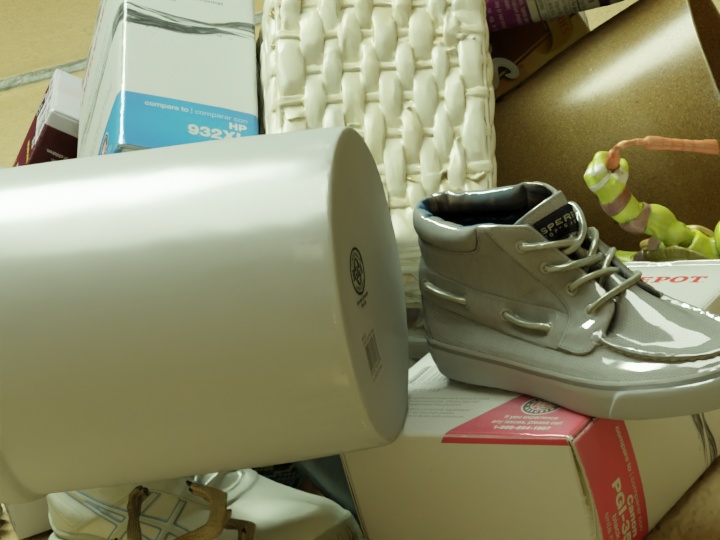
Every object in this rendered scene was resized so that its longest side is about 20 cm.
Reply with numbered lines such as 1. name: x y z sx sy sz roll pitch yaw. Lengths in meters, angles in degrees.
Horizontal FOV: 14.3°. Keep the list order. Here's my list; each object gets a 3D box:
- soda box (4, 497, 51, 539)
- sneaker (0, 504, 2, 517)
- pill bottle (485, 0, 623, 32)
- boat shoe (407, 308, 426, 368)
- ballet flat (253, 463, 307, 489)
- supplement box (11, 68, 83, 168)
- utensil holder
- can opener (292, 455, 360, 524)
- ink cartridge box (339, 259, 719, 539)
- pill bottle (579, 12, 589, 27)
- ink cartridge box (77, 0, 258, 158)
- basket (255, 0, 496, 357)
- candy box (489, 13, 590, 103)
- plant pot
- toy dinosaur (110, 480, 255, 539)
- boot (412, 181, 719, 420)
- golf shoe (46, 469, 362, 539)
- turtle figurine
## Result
1. soda box: -0.115 0.084 1.652 0.199 0.068 0.064 -19 18 -9
2. sneaker: -0.266 0.121 1.685 0.081 0.075 0.200 -34 20 -10
3. pill bottle: 0.103 -0.204 1.693 0.199 0.113 0.112 -13 19 7
4. boat shoe: 0.000 0.000 1.669 0.200 0.072 0.069 43 99 34
5. ballet flat: -0.118 0.068 1.575 0.199 0.074 0.074 12 21 2
6. supplement box: -0.209 -0.017 1.834 0.061 0.200 0.109 23 14 -11
7. utensil holder: -0.090 0.019 1.407 0.199 0.170 0.170 -9 20 13
8. can opener: -0.067 0.064 1.523 0.067 0.200 0.053 -49 -9 -8
9. ink cartridge box: 0.105 0.073 1.482 0.146 0.083 0.200 -2 24 36
10. pill bottle: 0.099 -0.136 1.900 0.111 0.111 0.200 -15 -20 3
11. ink cartridge box: -0.114 -0.079 1.655 0.083 0.145 0.200 9 43 -11
12. basket: 0.006 -0.066 1.600 0.135 0.123 0.201 0 61 -4
13. candy box: 0.033 -0.125 1.769 0.200 0.117 0.056 -32 -22 -5
14. plant pot: 0.141 -0.053 1.711 0.200 0.187 0.186 -23 16 16
15. toy dinosaur: -0.085 0.161 1.410 0.200 0.058 0.101 -1 61 46
16. boot: 0.103 0.010 1.388 0.200 0.096 0.074 6 29 40
17. golf shoe: -0.093 0.116 1.500 0.200 0.097 0.078 0 22 35
18. turtle figurine: 0.177 0.005 1.586 0.161 0.200 0.065 -25 44 47
